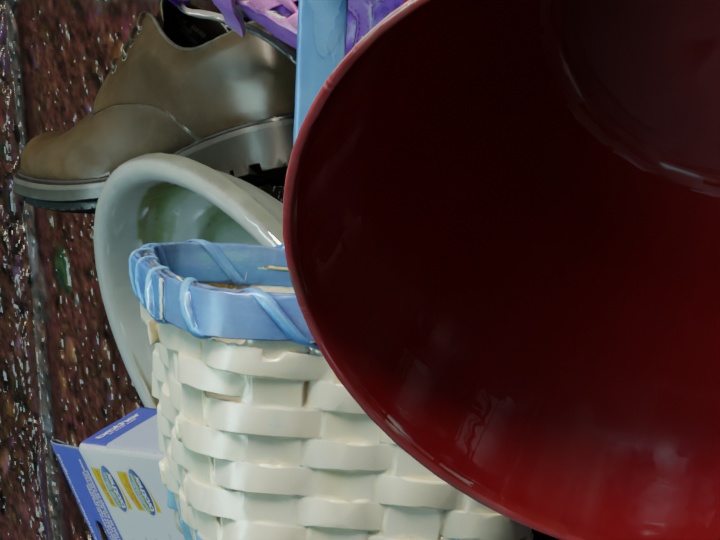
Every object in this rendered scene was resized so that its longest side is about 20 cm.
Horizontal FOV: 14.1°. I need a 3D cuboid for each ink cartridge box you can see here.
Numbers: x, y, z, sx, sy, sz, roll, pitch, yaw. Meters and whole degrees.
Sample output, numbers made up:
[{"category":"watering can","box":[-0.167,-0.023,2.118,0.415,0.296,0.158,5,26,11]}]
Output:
[{"category":"ink cartridge box","box":[-0.046,0.115,1.158,0.200,0.042,0.120,-1,117,57]}]

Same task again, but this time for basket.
[{"category":"basket","box":[0.000,0.000,0.889,0.176,0.139,0.201,-136,46,-76]}]

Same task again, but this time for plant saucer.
[{"category":"plant saucer","box":[-0.028,0.036,1.146,0.200,0.050,0.201,39,147,32]}]

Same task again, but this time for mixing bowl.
[{"category":"mixing bowl","box":[0.090,-0.030,0.742,0.109,0.200,0.200,-68,3,-47]}]

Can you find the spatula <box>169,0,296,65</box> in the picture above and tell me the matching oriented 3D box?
[{"category":"spatula","box":[-0.035,-0.081,1.104,0.200,0.057,0.021,43,95,3]}]

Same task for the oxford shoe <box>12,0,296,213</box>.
[{"category":"oxford shoe","box":[-0.077,-0.068,1.210,0.200,0.073,0.085,-12,86,46]}]

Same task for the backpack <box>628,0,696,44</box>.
[{"category":"backpack","box":[0.089,-0.117,0.858,0.200,0.166,0.127,-47,59,61]}]

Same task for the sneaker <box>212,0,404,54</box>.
[{"category":"sneaker","box":[-0.015,-0.105,1.052,0.200,0.088,0.081,-119,37,-47]}]

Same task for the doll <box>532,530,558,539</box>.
[{"category":"doll","box":[0.090,0.084,0.867,0.200,0.048,0.137,-40,51,42]}]
